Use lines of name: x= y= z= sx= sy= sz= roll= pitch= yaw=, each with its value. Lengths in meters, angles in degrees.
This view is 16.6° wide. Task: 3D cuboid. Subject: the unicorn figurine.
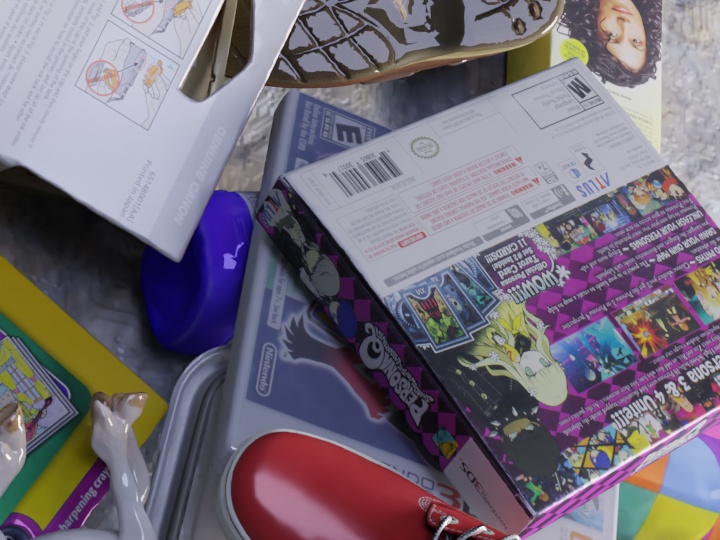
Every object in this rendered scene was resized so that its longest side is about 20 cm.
unicorn figurine: x=-0.108 y=0.119 z=0.982 sx=0.198 sy=0.074 sz=0.139 roll=-4 pitch=89 yaw=-23

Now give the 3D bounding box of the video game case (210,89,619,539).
video game case: x=0.034 y=0.030 z=1.079 sx=0.181 sy=0.023 sz=0.201 roll=21 pitch=50 yaw=-16

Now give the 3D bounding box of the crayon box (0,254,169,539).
crayon box: x=-0.203 y=0.077 z=1.015 sx=0.172 sy=0.058 sz=0.200 roll=41 pitch=55 yaw=-7

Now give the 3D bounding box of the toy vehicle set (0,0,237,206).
toy vehicle set: x=-0.118 y=-0.130 z=1.139 sx=0.123 sy=0.026 sz=0.202 roll=14 pitch=81 yaw=-25

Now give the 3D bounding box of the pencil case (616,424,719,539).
pencil case: x=0.122 y=0.097 z=1.184 sx=0.199 sy=0.088 sz=0.089 roll=22 pitch=59 yaw=-20

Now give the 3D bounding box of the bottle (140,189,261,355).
bottle: x=0.000 y=0.000 z=1.153 sx=0.199 sy=0.084 sz=0.066 roll=-1 pitch=65 yaw=-30

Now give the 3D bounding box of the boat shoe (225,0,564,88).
boat shoe: x=-0.001 y=-0.122 z=1.222 sx=0.198 sy=0.068 sz=0.073 roll=-6 pitch=81 yaw=-14

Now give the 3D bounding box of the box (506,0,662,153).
box: x=0.115 y=-0.081 z=1.279 sx=0.075 sy=0.050 sz=0.202 roll=15 pitch=62 yaw=-24

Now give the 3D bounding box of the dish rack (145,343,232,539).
dish rack: x=-0.013 y=0.143 z=1.062 sx=0.170 sy=0.044 sz=0.202 roll=17 pitch=80 yaw=-17

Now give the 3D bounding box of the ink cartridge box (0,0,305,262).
ink cartridge box: x=-0.118 y=-0.128 z=1.090 sx=0.176 sy=0.045 sz=0.201 roll=33 pitch=69 yaw=-21

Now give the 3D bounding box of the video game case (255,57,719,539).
video game case: x=0.080 y=0.007 z=1.079 sx=0.199 sy=0.036 sz=0.182 roll=-25 pitch=70 yaw=-41

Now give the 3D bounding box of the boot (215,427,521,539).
boot: x=0.049 y=0.111 z=0.937 sx=0.199 sy=0.144 sz=0.073 roll=33 pitch=63 yaw=-11
